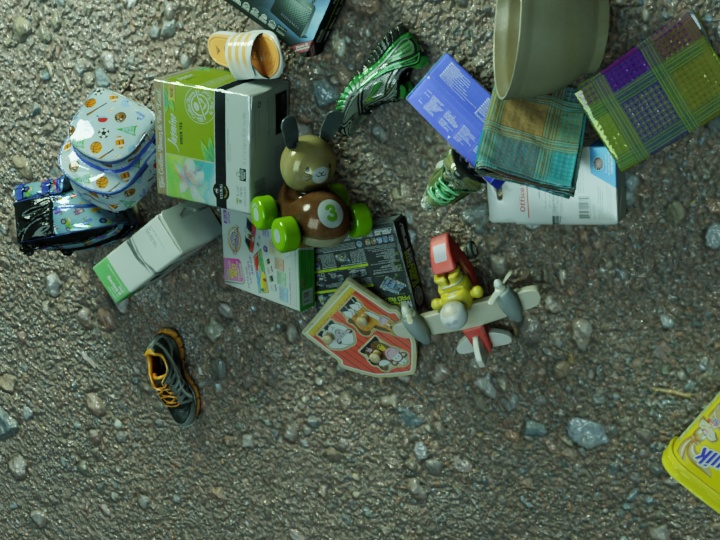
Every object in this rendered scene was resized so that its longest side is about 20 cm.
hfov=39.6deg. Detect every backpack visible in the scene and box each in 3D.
[{"bbox_3d":[-0.431,-0.209,1.759,0.197,0.154,0.193,23,76,17],"label":"backpack"},{"bbox_3d":[-0.522,-0.107,1.867,0.196,0.182,0.137,-10,88,15],"label":"backpack"}]

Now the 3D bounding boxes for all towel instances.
[{"bbox_3d":[0.246,-0.199,1.417,0.144,0.202,0.022,15,146,4],"label":"towel"},{"bbox_3d":[0.413,-0.246,1.386,0.198,0.023,0.145,-33,94,11],"label":"towel"}]

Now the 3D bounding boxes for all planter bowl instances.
[{"bbox_3d":[0.265,-0.335,1.381,0.132,0.201,0.204,2,113,-2],"label":"planter bowl"}]

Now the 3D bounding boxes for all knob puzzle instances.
[{"bbox_3d":[0.013,0.124,1.730,0.216,0.031,0.222,12,132,14],"label":"knob puzzle"}]

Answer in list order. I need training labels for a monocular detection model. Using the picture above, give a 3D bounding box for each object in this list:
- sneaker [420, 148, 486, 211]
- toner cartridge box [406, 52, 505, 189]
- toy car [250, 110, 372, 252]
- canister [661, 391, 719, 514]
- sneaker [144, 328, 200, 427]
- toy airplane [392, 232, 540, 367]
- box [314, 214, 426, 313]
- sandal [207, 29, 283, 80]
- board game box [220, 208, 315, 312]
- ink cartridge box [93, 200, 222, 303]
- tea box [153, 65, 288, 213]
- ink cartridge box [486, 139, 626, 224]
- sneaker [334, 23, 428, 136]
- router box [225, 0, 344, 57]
[{"bbox_3d":[0.131,-0.122,1.507,0.077,0.200,0.089,41,89,0],"label":"sneaker"},{"bbox_3d":[0.166,-0.224,1.493,0.095,0.043,0.201,-45,65,11],"label":"toner cartridge box"},{"bbox_3d":[-0.075,-0.153,1.592,0.158,0.162,0.203,42,136,48],"label":"toy car"},{"bbox_3d":[0.570,0.254,1.497,0.148,0.086,0.202,36,119,10],"label":"canister"},{"bbox_3d":[-0.378,0.220,1.972,0.077,0.077,0.204,-8,106,27],"label":"sneaker"},{"bbox_3d":[0.164,0.066,1.597,0.197,0.141,0.202,29,116,9],"label":"toy airplane"},{"bbox_3d":[0.000,0.000,1.715,0.197,0.044,0.163,-8,105,30],"label":"box"},{"bbox_3d":[-0.202,-0.348,1.640,0.205,0.059,0.081,15,125,46],"label":"sandal"},{"bbox_3d":[-0.164,-0.029,1.758,0.198,0.040,0.156,18,118,38],"label":"board game box"},{"bbox_3d":[-0.367,-0.040,1.826,0.199,0.146,0.085,-32,93,32],"label":"ink cartridge box"},{"bbox_3d":[-0.234,-0.224,1.695,0.193,0.133,0.204,12,115,23],"label":"tea box"},{"bbox_3d":[0.292,-0.133,1.500,0.197,0.068,0.118,2,107,26],"label":"ink cartridge box"},{"bbox_3d":[0.029,-0.284,1.572,0.085,0.078,0.200,44,121,5],"label":"sneaker"},{"bbox_3d":[-0.119,-0.458,1.590,0.199,0.062,0.151,36,120,11],"label":"router box"}]
